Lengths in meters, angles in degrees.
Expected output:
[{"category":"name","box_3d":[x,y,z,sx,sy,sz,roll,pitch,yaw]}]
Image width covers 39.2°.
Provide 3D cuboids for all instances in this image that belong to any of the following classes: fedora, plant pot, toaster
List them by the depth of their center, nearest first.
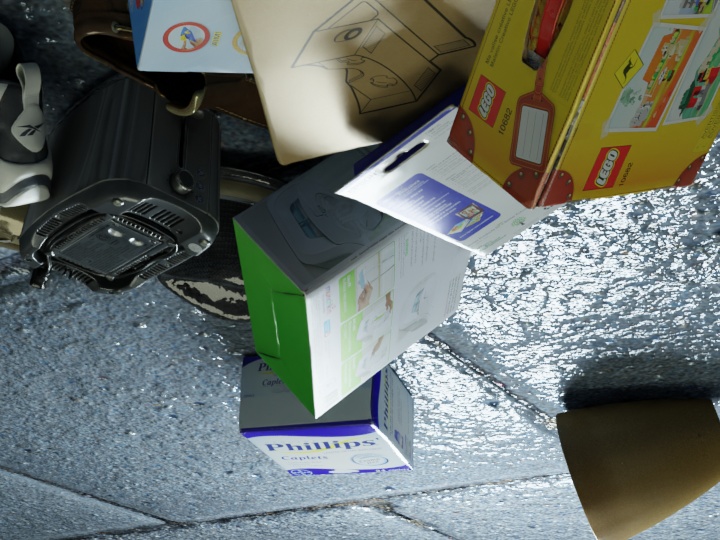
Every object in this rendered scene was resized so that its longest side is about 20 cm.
[{"category":"toaster","box_3d":[-0.193,-0.067,0.814,0.113,0.131,0.199,26,144,-36]},{"category":"fedora","box_3d":[-0.114,-0.012,0.927,0.198,0.092,0.201,8,150,5]},{"category":"plant pot","box_3d":[0.385,0.248,1.338,0.198,0.188,0.186,-21,147,15]}]

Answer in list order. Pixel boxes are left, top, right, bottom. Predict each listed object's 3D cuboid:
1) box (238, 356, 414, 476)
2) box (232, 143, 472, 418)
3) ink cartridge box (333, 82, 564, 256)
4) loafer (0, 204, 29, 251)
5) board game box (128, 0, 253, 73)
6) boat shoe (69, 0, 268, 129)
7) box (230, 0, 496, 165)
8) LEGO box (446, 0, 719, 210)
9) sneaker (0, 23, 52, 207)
[{"category":"box","box_3d":[-0.039,0.189,1.322,0.182,0.106,0.200,-7,151,17]},{"category":"box","box_3d":[0.000,0.000,0.841,0.176,0.097,0.201,-36,152,-21]},{"category":"ink cartridge box","box_3d":[0.069,-0.068,0.690,0.099,0.040,0.199,-33,153,24]},{"category":"loafer","box_3d":[-0.300,-0.054,0.910,0.197,0.077,0.068,3,159,0]},{"category":"board game box","box_3d":[-0.017,-0.189,0.556,0.194,0.056,0.200,-3,155,-23]},{"category":"boat shoe","box_3d":[-0.121,-0.140,0.725,0.201,0.076,0.074,26,145,-37]},{"category":"box","box_3d":[0.014,-0.135,0.592,0.162,0.021,0.200,-13,157,-2]},{"category":"LEGO box","box_3d":[0.150,-0.142,0.537,0.148,0.077,0.202,-9,131,-39]},{"category":"sneaker","box_3d":[-0.306,-0.142,0.756,0.198,0.131,0.079,28,-154,30]}]
